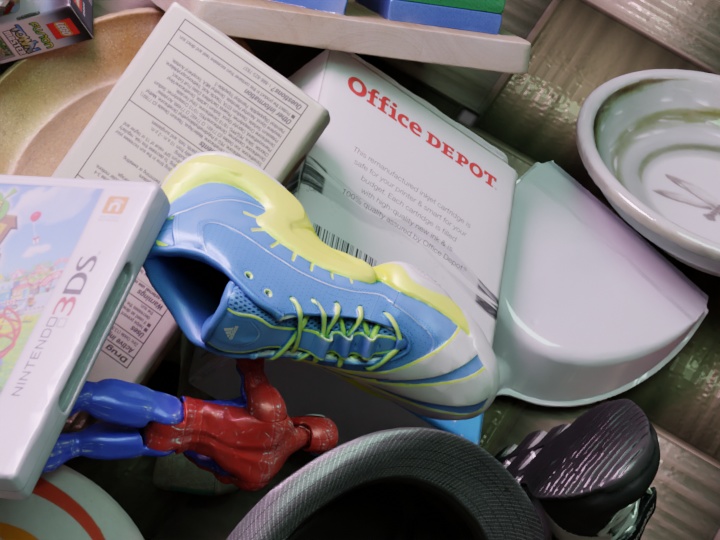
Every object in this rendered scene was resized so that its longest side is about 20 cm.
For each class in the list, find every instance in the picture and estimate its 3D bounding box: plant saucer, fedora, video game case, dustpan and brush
[{"bbox_3d":[-0.140,-0.062,1.641,0.199,0.035,0.201,-12,51,15],"label":"plant saucer"},{"bbox_3d":[-0.009,0.165,1.500,0.177,0.090,0.200,43,84,-28],"label":"fedora"},{"bbox_3d":[-0.212,0.025,1.403,0.199,0.022,0.183,3,51,27],"label":"video game case"},{"bbox_3d":[0.092,0.042,1.668,0.139,0.057,0.200,41,50,9],"label":"dustpan and brush"},{"bbox_3d":[0.219,-0.045,1.733,0.199,0.050,0.201,12,36,-9],"label":"plant saucer"}]

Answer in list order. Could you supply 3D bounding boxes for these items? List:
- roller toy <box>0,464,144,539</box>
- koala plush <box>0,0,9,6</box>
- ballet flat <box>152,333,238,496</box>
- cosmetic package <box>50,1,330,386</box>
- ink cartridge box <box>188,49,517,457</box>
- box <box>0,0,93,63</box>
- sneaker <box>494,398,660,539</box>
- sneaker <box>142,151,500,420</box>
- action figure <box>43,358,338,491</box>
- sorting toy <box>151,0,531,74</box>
[{"bbox_3d":[-0.192,0.193,1.434,0.200,0.140,0.182,33,47,18],"label":"roller toy"},{"bbox_3d":[-0.298,-0.183,1.644,0.199,0.185,0.177,-18,36,-28],"label":"koala plush"},{"bbox_3d":[-0.098,0.032,1.614,0.062,0.068,0.201,-5,57,-3],"label":"ballet flat"},{"bbox_3d":[-0.112,-0.029,1.526,0.105,0.071,0.200,36,89,1],"label":"cosmetic package"},{"bbox_3d":[0.000,0.000,1.610,0.146,0.086,0.201,32,46,-25],"label":"ink cartridge box"},{"bbox_3d":[-0.214,-0.213,1.735,0.110,0.035,0.201,-13,55,15],"label":"box"},{"bbox_3d":[0.127,0.125,1.530,0.074,0.200,0.089,-43,94,-16],"label":"sneaker"},{"bbox_3d":[-0.029,0.029,1.439,0.200,0.076,0.105,33,38,2],"label":"sneaker"},{"bbox_3d":[-0.110,0.062,1.457,0.199,0.066,0.099,7,30,-15],"label":"action figure"},{"bbox_3d":[-0.020,-0.176,1.684,0.198,0.070,0.200,6,12,-18],"label":"sorting toy"}]
